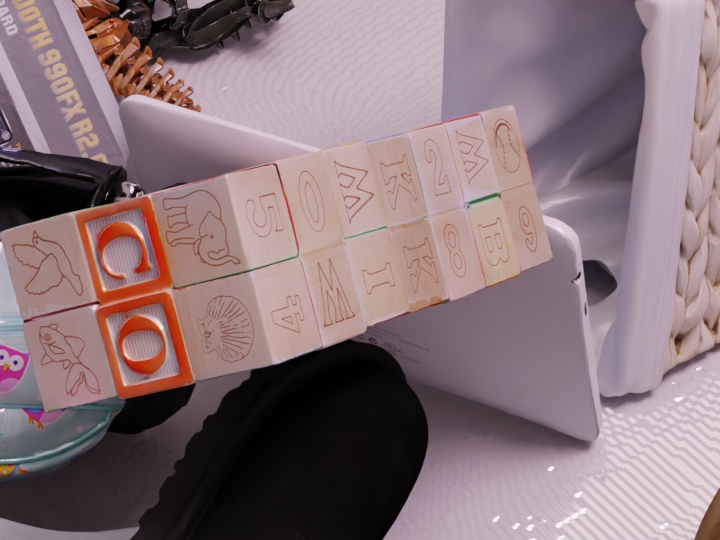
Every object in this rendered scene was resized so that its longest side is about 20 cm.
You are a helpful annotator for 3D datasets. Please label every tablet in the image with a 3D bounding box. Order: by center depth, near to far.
[{"bbox_3d":[0.000,0.000,0.937,0.199,0.130,0.014,17,56,24],"label":"tablet"}]

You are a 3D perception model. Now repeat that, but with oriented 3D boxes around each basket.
[{"bbox_3d":[0.118,-0.074,0.962,0.123,0.201,0.136,-21,44,-26],"label":"basket"}]

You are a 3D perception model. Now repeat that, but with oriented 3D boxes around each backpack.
[{"bbox_3d":[-0.170,0.019,0.907,0.199,0.127,0.167,-1,-2,-21],"label":"backpack"}]

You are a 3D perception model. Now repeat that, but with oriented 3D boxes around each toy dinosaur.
[{"bbox_3d":[-0.108,-0.131,1.147,0.135,0.102,0.201,-27,62,-2],"label":"toy dinosaur"}]

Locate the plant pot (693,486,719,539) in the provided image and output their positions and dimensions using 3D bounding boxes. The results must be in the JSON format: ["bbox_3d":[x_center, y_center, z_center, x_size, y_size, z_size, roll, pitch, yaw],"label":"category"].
[{"bbox_3d":[0.158,0.136,0.718,0.027,0.201,0.200,-4,35,-36],"label":"plant pot"}]

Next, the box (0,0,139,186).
[{"bbox_3d":[-0.202,-0.093,1.026,0.158,0.201,0.048,-26,5,-21],"label":"box"}]

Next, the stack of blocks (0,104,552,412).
[{"bbox_3d":[-0.032,-0.004,0.791,0.115,0.059,0.200,-14,2,29],"label":"stack of blocks"}]

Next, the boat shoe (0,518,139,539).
[{"bbox_3d":[-0.114,0.135,0.840,0.201,0.075,0.086,9,43,19],"label":"boat shoe"}]

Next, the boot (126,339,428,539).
[{"bbox_3d":[0.005,0.115,0.731,0.157,0.080,0.211,14,47,30],"label":"boot"}]
